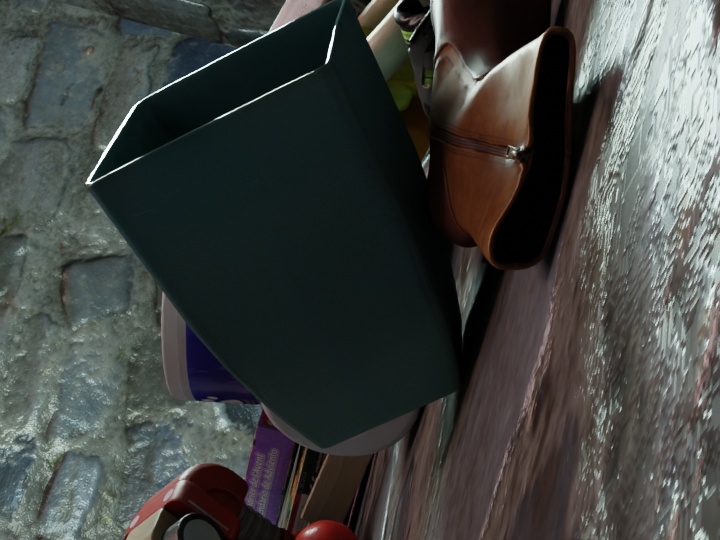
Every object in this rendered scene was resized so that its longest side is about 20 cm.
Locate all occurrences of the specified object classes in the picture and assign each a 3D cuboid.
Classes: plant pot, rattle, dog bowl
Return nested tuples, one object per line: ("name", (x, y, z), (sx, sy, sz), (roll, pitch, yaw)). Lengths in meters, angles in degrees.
("plant pot", (-0.028, -0.016, 0.866), (0.201, 0.141, 0.141), (61, -166, -19))
("rattle", (0.076, -0.158, 0.998), (0.200, 0.143, 0.130), (-46, -3, 7))
("dog bowl", (-0.118, 0.018, 1.408), (0.200, 0.078, 0.201), (5, -90, -84))

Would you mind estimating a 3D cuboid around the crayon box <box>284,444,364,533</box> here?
("crayon box", (-0.020, 0.138, 1.412), (0.173, 0.058, 0.201), (-110, 34, -85))

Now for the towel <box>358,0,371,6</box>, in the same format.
("towel", (0.027, -0.210, 1.200), (0.037, 0.199, 0.149), (52, 149, 24))

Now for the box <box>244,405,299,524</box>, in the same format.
("box", (-0.069, 0.131, 1.439), (0.200, 0.039, 0.137), (-75, -1, -54))

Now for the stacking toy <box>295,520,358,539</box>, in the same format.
("stacking toy", (-0.036, 0.235, 1.111), (0.200, 0.085, 0.086), (-69, -6, -75))

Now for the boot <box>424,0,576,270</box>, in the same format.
("boot", (0.066, -0.100, 0.755), (0.200, 0.068, 0.189), (-133, 57, -86))

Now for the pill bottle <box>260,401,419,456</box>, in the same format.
("pill bottle", (-0.003, 0.023, 1.105), (0.201, 0.110, 0.111), (-79, 4, -51))

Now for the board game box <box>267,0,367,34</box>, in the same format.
("board game box", (-0.006, -0.125, 1.162), (0.200, 0.035, 0.127), (21, -78, -53))

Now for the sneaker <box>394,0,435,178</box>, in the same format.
("sneaker", (0.055, -0.124, 0.926), (0.071, 0.082, 0.201), (-99, 21, -72))

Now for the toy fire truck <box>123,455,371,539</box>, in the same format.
("toy fire truck", (-0.077, 0.204, 1.252), (0.129, 0.176, 0.200), (-40, 19, 35))
